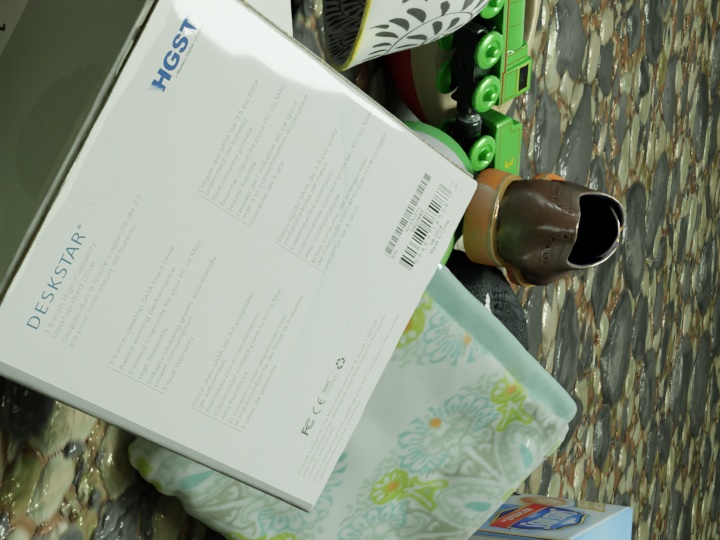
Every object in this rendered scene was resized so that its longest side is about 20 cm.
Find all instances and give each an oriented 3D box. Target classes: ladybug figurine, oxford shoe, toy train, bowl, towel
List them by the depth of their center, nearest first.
[{"bbox_3d":[0.005,0.081,0.930,0.171,0.048,0.200,-44,135,1],"label":"towel"},{"bbox_3d":[0.042,-0.196,0.949,0.201,0.094,0.201,-176,-90,-81],"label":"bowl"},{"bbox_3d":[0.073,-0.121,1.084,0.056,0.042,0.200,-30,137,-36],"label":"toy train"},{"bbox_3d":[0.125,-0.020,1.128,0.200,0.073,0.071,-3,102,-68],"label":"oxford shoe"},{"bbox_3d":[0.060,-0.174,1.150,0.136,0.072,0.200,-14,114,-60],"label":"ladybug figurine"}]

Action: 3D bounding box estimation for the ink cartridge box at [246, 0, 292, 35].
[{"bbox_3d":[-0.080,-0.081,0.806,0.116,0.067,0.200,-50,142,-55],"label":"ink cartridge box"}]

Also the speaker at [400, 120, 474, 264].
[{"bbox_3d":[0.000,0.000,1.031,0.200,0.088,0.089,-60,150,-48],"label":"speaker"}]

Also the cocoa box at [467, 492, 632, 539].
[{"bbox_3d":[0.080,0.206,1.120,0.200,0.131,0.134,5,89,-72],"label":"cocoa box"}]

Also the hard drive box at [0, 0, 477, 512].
[{"bbox_3d":[-0.065,-0.015,0.714,0.200,0.077,0.156,34,81,-49],"label":"hard drive box"}]

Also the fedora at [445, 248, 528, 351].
[{"bbox_3d":[0.052,0.053,1.178,0.201,0.092,0.201,6,90,-71],"label":"fedora"}]
